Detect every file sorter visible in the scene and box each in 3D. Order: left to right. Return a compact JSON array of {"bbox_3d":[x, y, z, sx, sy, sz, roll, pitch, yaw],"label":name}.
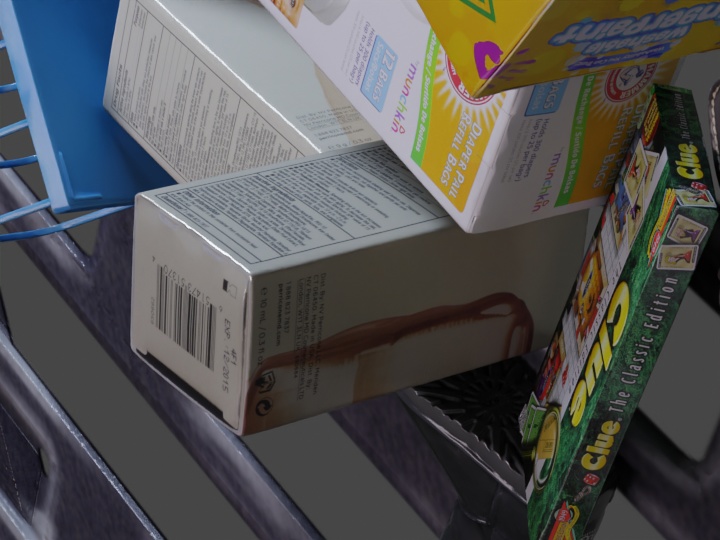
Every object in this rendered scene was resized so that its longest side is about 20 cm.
[{"bbox_3d":[-0.199,-0.120,1.454,0.123,0.139,0.200,-18,86,30],"label":"file sorter"}]

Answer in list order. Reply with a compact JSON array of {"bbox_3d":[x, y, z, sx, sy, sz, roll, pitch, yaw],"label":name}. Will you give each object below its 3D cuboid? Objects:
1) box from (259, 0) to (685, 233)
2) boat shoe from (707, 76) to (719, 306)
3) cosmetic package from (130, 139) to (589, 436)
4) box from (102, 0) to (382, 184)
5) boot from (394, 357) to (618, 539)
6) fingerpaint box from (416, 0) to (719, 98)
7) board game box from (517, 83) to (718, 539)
[{"bbox_3d":[0.048,-0.127,1.166,0.200,0.101,0.113,50,138,33],"label":"box"},{"bbox_3d":[0.185,0.005,1.050,0.073,0.065,0.200,-32,74,56],"label":"boat shoe"},{"bbox_3d":[0.000,0.000,1.193,0.103,0.200,0.087,34,129,46],"label":"cosmetic package"},{"bbox_3d":[-0.052,-0.080,1.345,0.200,0.078,0.095,45,135,37],"label":"box"},{"bbox_3d":[0.049,0.141,1.299,0.165,0.066,0.200,48,141,37],"label":"boot"},{"bbox_3d":[0.099,-0.168,0.994,0.167,0.200,0.073,63,143,20],"label":"fingerpaint box"},{"bbox_3d":[0.113,0.025,1.129,0.105,0.023,0.200,-95,20,-56],"label":"board game box"}]
